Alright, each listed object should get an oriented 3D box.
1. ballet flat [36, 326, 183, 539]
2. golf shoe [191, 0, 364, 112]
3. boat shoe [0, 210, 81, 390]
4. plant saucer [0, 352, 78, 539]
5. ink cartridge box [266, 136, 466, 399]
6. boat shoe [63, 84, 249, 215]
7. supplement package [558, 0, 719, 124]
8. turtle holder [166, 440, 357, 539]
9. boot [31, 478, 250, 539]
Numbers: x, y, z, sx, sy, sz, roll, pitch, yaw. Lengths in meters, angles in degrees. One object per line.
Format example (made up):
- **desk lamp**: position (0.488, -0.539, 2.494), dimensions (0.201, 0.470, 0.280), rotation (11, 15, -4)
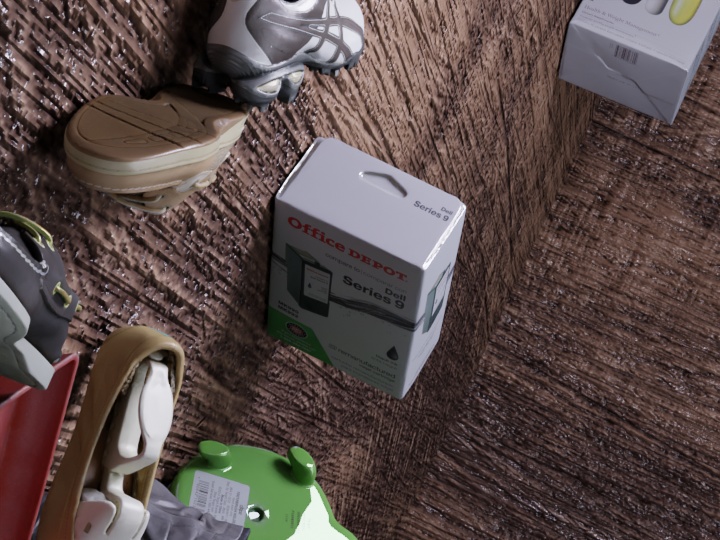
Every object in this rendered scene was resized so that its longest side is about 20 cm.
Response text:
- **ballet flat**: position (-0.160, 0.132, 1.034), dimensions (0.068, 0.063, 0.201), rotation (21, 75, -40)
- **golf shoe**: position (-0.040, -0.174, 1.045), dimensions (0.200, 0.077, 0.095), rotation (-53, 158, -62)
- **boat shoe**: position (-0.182, 0.003, 0.800), dimensions (0.201, 0.071, 0.061), rotation (100, 14, -72)
- **plant saucer**: position (-0.243, 0.156, 0.902), dimensions (0.200, 0.037, 0.201), rotation (-42, 154, -64)
- **ink cartridge box**: position (0.000, 0.000, 1.386), dimensions (0.084, 0.145, 0.200), rotation (-56, 164, -34)
- **boat shoe**: position (-0.117, -0.063, 0.935), dimensions (0.200, 0.071, 0.065), rotation (-34, 146, -70)
- **supplement package**: position (0.428, -0.367, 2.404), dimensions (0.201, 0.190, 0.147), rotation (-60, 168, -25)
- **turtle holder**: position (-0.090, 0.228, 1.392), dimensions (0.185, 0.141, 0.132), rotation (-8, 151, -32)
- **boot**: position (-0.157, 0.199, 1.122), dimensions (0.200, 0.131, 0.070), rotation (-40, 153, -64)
